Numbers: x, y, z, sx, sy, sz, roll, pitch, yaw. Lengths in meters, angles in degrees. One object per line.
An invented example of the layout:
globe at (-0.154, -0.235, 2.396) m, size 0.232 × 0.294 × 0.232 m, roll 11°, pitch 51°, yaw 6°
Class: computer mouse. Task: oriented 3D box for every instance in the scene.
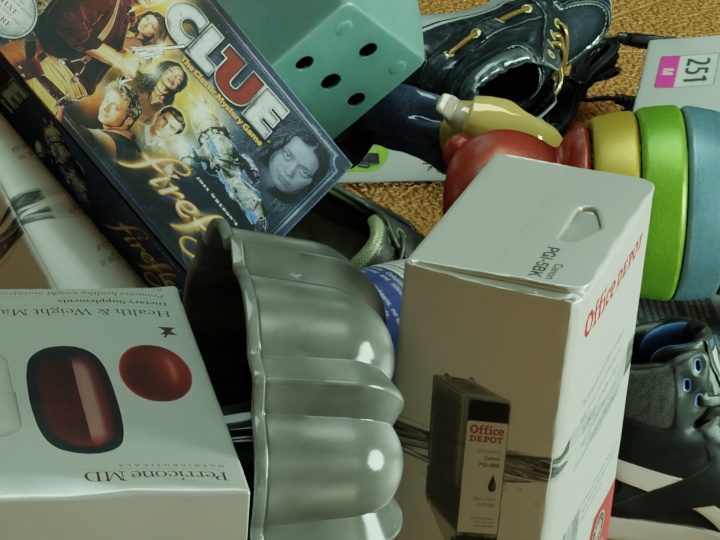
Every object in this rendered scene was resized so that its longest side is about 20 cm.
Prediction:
computer mouse at (0.223, -0.110, 1.821) m, size 0.199 × 0.046 × 0.141 m, roll 5°, pitch 35°, yaw 24°

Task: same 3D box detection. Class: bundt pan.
bundt pan at (-0.030, 0.078, 1.186) m, size 0.075 × 0.203 × 0.202 m, roll 1°, pitch 25°, yaw -13°

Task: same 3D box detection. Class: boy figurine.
boy figurine at (0.079, -0.060, 1.570) m, size 0.199 × 0.125 × 0.065 m, roll 23°, pitch 72°, yaw 18°

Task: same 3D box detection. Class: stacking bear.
stacking bear at (0.142, -0.036, 1.461) m, size 0.198 × 0.114 × 0.122 m, roll 1°, pitch 69°, yaw -1°

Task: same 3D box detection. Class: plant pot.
plant pot at (-0.056, -0.177, 1.551) m, size 0.141 × 0.141 × 0.201 m, roll 30°, pitch 26°, yaw -54°

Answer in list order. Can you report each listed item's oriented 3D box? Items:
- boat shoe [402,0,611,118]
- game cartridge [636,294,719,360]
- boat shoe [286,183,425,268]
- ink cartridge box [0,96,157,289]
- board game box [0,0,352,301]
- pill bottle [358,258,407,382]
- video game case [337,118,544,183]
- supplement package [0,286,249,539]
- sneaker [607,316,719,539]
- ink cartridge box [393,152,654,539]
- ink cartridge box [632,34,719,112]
boat shoe at (0.111, -0.136, 1.740) m, size 0.199 × 0.071 × 0.091 m, roll -21°, pitch 38°, yaw -37°
game cartridge at (0.174, 0.031, 1.528) m, size 0.132 × 0.042 × 0.200 m, roll 7°, pitch 24°, yaw -5°
boat shoe at (0.000, -0.001, 1.456) m, size 0.200 × 0.066 × 0.072 m, roll 29°, pitch 70°, yaw 2°
ink cartridge box at (-0.144, -0.035, 1.398) m, size 0.146 × 0.201 × 0.086 m, roll -27°, pitch -1°, yaw -43°
board game box at (-0.110, -0.089, 1.370) m, size 0.035 × 0.200 × 0.136 m, roll -32°, pitch 11°, yaw 48°
pill bottle at (0.029, 0.049, 1.368) m, size 0.199 × 0.112 × 0.111 m, roll -11°, pitch 29°, yaw -31°
video game case at (0.009, -0.117, 1.801) m, size 0.180 × 0.046 × 0.200 m, roll -1°, pitch 25°, yaw -15°
supplement package at (-0.158, 0.112, 1.153) m, size 0.190 × 0.148 × 0.200 m, roll -1°, pitch 24°, yaw -14°
sneaker at (0.188, 0.082, 1.327) m, size 0.198 × 0.113 × 0.073 m, roll 5°, pitch 25°, yaw 0°
ink cartridge box at (0.070, 0.065, 1.233) m, size 0.082 × 0.201 × 0.147 m, roll 12°, pitch 25°, yaw 16°
ink cartridge box at (0.256, -0.083, 1.686) m, size 0.172 × 0.044 × 0.201 m, roll -4°, pitch 35°, yaw 18°
